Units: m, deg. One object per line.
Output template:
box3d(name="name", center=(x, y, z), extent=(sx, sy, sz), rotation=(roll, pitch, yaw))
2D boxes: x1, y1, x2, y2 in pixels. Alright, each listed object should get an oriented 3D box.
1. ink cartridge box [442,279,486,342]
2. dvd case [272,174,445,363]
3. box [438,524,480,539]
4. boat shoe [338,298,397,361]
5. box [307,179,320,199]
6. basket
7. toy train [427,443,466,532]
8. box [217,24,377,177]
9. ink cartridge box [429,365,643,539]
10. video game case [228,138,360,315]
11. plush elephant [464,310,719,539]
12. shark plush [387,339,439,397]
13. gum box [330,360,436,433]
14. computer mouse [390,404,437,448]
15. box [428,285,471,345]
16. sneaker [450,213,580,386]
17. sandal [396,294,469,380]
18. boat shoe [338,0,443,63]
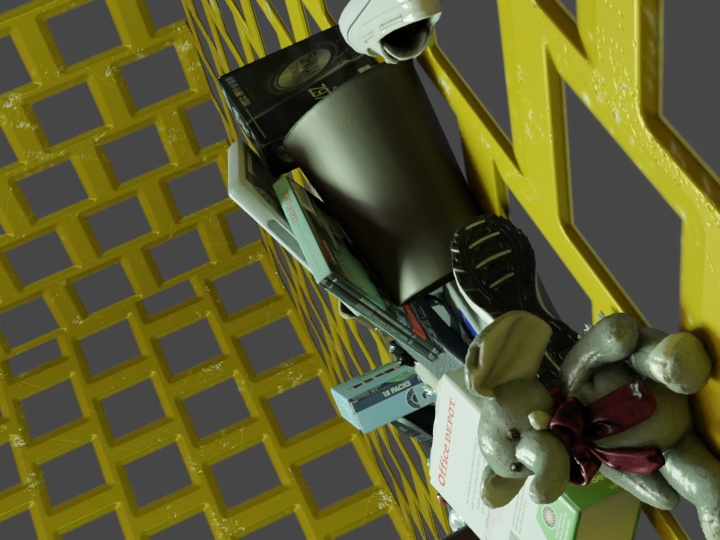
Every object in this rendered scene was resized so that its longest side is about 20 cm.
box3d(name="ink cartridge box", center=(0.138, 0.061, 1.337), extent=(0.200, 0.039, 0.100), rotation=(56, 168, 45))
box3d(name="dvd case", center=(0.000, 0.000, 1.298), extent=(0.200, 0.022, 0.146), rotation=(37, -161, -46))
box3d(name="box", center=(0.187, 0.353, 1.351), extent=(0.200, 0.164, 0.166), rotation=(57, 168, 26))
box3d(name="boat shoe", center=(0.008, 0.034, 1.556), extent=(0.075, 0.075, 0.203), rotation=(-123, 11, -54))
box3d(name="box", center=(-0.007, -0.098, 1.618), extent=(0.200, 0.100, 0.075), rotation=(74, 169, -49))
box3d(name="basket", center=(0.036, -0.078, 1.277), extent=(0.200, 0.136, 0.180), rotation=(60, 146, 7))
box3d(name="toy train", center=(0.138, 0.226, 1.470), extent=(0.200, 0.085, 0.114), rotation=(-32, -71, -68))
box3d(name="box", center=(-0.058, -0.192, 1.455), extent=(0.200, 0.160, 0.044), rotation=(-123, 11, -54))
box3d(name="ink cartridge box", center=(0.155, 0.191, 1.192), extent=(0.200, 0.084, 0.145), rotation=(45, 142, 42))
box3d(name="video game case", center=(-0.066, -0.050, 1.363), extent=(0.182, 0.023, 0.200), rotation=(44, -172, -17))
box3d(name="plush elephant", center=(0.153, 0.110, 0.933), extent=(0.200, 0.154, 0.165), rotation=(-129, 17, -61))
box3d(name="shark plush", center=(0.103, 0.133, 1.451), extent=(0.199, 0.091, 0.083), rotation=(12, 164, 35))
box3d(name="gum box", center=(0.058, 0.139, 1.624), extent=(0.200, 0.169, 0.045), rotation=(171, 75, -82))
box3d(name="computer mouse", center=(0.125, 0.219, 1.649), extent=(0.200, 0.046, 0.140), rotation=(29, 167, 3))
box3d(name="box", center=(0.072, 0.004, 1.533), extent=(0.117, 0.060, 0.201), rotation=(-144, 30, -76))
box3d(name="sneaker", center=(0.139, 0.040, 1.153), extent=(0.201, 0.074, 0.079), rotation=(63, 177, 22))
box3d(name="sandal", center=(0.086, 0.074, 1.403), extent=(0.200, 0.043, 0.076), rotation=(50, 147, 29))
box3d(name="boat shoe", center=(0.033, -0.213, 1.136), extent=(0.200, 0.072, 0.066), rotation=(144, 106, -74))
